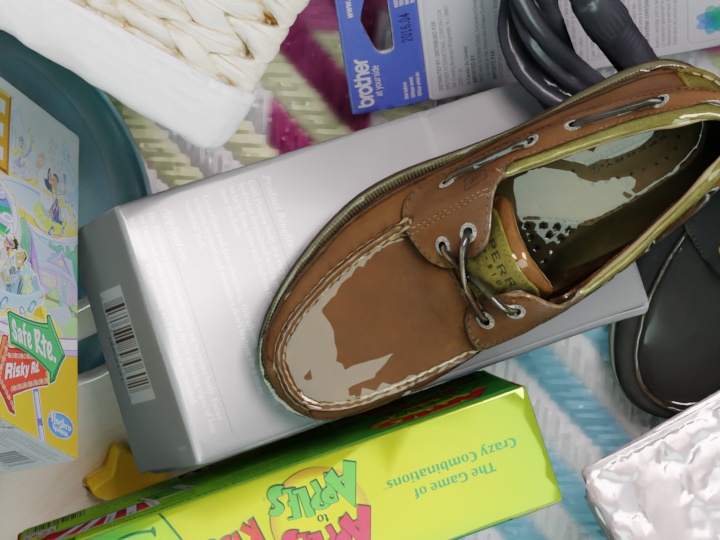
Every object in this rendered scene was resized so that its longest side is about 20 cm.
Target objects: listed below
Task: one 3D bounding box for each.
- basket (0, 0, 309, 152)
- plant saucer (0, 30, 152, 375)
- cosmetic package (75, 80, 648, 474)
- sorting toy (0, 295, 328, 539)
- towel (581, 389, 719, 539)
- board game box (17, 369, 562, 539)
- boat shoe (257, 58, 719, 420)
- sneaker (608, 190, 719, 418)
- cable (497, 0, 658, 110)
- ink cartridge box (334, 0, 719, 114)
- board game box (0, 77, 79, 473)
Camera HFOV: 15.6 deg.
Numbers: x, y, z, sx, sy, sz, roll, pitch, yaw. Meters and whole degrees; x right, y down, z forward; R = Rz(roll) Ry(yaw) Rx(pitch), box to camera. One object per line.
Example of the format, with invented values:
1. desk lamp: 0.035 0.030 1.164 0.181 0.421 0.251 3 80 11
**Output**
1. basket: -0.095 -0.174 0.938 0.198 0.200 0.161 30 105 -14
2. plant saucer: -0.184 -0.019 1.084 0.199 0.027 0.201 -1 111 -4
3. cosmetic package: 0.000 0.000 1.031 0.199 0.090 0.107 -16 88 -22
4. sorting toy: -0.093 0.090 1.086 0.199 0.107 0.181 -20 111 -6
5. towel: 0.215 0.126 1.084 0.190 0.032 0.201 -27 87 -3
6. board game box: -0.031 0.095 1.007 0.199 0.102 0.048 -19 93 -5
7. boat shoe: 0.047 -0.011 0.939 0.200 0.068 0.072 -36 101 4
8. sneaker: 0.171 -0.011 1.075 0.075 0.106 0.200 27 107 -15
9. cable: 0.134 -0.126 0.960 0.162 0.051 0.201 10 125 6
10. ink cartridge box: 0.085 -0.127 1.031 0.199 0.042 0.120 -13 144 -2
11. board game box: -0.162 -0.021 0.922 0.034 0.135 0.200 -12 157 21
